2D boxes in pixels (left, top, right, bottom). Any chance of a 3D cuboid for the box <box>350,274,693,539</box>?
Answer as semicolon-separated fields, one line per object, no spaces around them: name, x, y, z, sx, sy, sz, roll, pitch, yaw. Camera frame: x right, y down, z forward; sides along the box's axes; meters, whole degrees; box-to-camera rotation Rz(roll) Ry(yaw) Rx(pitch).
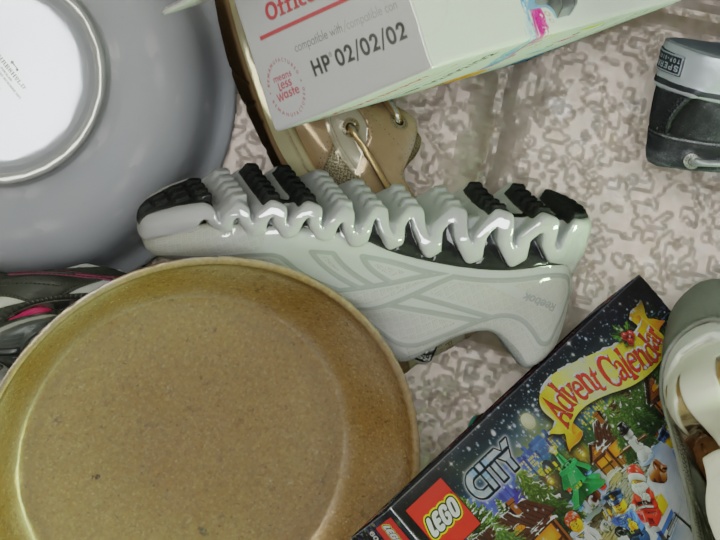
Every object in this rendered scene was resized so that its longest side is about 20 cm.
box;0.105;0.109;1.301;0.137;0.038;0.200;50;50;0

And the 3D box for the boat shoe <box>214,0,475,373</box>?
boat shoe;-0.005;-0.053;1.353;0.064;0.071;0.201;-27;99;-4

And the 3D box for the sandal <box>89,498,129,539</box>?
sandal;-0.153;0.060;1.352;0.212;0.078;0.070;41;52;15

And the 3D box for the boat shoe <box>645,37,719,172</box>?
boat shoe;0.228;-0.057;1.341;0.198;0.074;0.068;7;104;-12

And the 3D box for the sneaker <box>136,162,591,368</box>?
sneaker;0.000;0.000;1.292;0.199;0.075;0.082;6;106;-8

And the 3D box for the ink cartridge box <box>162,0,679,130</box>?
ink cartridge box;0.028;-0.115;1.278;0.199;0.115;0.068;-18;89;-38

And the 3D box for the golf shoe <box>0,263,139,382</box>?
golf shoe;-0.088;0.029;1.332;0.199;0.088;0.077;8;117;-32

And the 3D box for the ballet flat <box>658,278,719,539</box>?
ballet flat;0.163;0.075;1.266;0.067;0.064;0.201;-27;51;21

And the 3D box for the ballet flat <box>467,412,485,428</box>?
ballet flat;0.101;0.156;1.346;0.200;0.067;0.070;48;129;0

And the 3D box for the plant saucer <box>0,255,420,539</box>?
plant saucer;-0.073;0.085;1.272;0.199;0.035;0.201;-5;108;-17

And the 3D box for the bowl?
bowl;-0.158;-0.086;1.342;0.200;0.090;0.202;0;88;1
